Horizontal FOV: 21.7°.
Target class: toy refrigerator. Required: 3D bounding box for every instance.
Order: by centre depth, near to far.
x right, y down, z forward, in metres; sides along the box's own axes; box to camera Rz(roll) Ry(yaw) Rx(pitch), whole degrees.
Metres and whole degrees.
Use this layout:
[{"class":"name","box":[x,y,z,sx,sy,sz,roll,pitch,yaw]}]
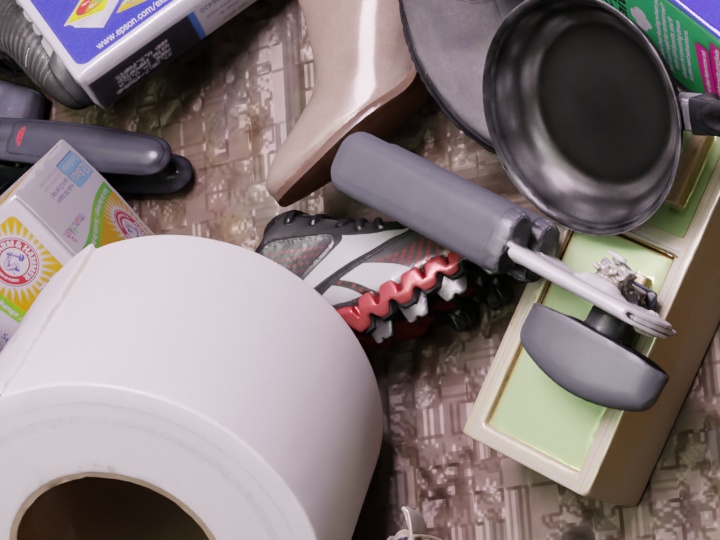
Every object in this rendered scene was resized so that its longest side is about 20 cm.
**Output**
[{"class":"toy refrigerator","box":[0.130,0.006,0.906,0.076,0.070,0.201,26,93,33]}]

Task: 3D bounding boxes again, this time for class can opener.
[{"class":"can opener","box":[0.063,-0.005,0.880,0.200,0.053,0.067,35,99,34]},{"class":"can opener","box":[-0.191,-0.074,1.118,0.199,0.063,0.079,11,85,33]}]

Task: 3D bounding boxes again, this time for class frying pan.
[{"class":"frying pan","box":[0.125,-0.083,0.832,0.190,0.031,0.115,-26,89,49]}]

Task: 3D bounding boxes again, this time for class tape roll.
[{"class":"tape roll","box":[-0.099,0.102,0.925,0.202,0.139,0.204,6,122,10]}]

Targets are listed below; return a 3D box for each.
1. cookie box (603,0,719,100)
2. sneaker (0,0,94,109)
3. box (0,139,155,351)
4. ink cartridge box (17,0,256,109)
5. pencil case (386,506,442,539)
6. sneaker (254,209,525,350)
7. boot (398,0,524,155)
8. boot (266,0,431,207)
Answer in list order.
[{"class":"cookie box","box":[0.204,-0.152,0.855,0.171,0.075,0.200,-40,59,-12]},{"class":"sneaker","box":[-0.225,-0.148,1.151,0.091,0.066,0.200,-45,57,9]},{"class":"box","box":[-0.212,0.037,1.060,0.200,0.113,0.101,-40,101,19]},{"class":"ink cartridge box","box":[-0.123,-0.220,1.086,0.197,0.047,0.200,-36,59,-3]},{"class":"pencil case","box":[-0.010,0.215,0.941,0.200,0.078,0.090,-46,53,15]},{"class":"sneaker","box":[0.000,0.000,0.983,0.200,0.071,0.098,-27,69,25]},{"class":"boot","box":[0.053,-0.148,0.900,0.070,0.132,0.201,-32,91,-11]},{"class":"boot","box":[-0.008,-0.150,1.000,0.200,0.070,0.146,-39,83,-3]}]
